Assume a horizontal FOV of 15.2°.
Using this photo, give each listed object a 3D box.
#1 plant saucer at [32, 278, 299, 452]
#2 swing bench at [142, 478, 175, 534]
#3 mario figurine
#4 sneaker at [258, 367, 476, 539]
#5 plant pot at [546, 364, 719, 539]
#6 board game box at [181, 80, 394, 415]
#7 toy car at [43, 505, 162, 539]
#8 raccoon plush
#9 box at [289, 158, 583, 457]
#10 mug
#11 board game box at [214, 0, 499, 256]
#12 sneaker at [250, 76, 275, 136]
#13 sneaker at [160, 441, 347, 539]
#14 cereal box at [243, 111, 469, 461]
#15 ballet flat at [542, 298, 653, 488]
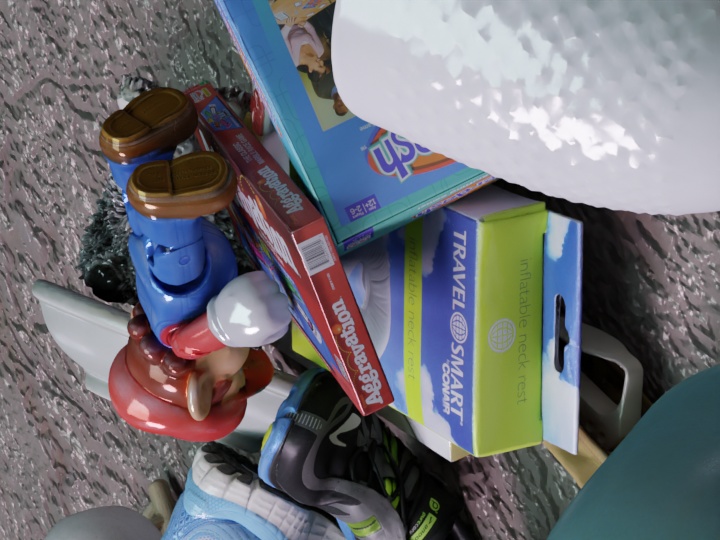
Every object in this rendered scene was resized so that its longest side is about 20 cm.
[{"bbox_3d":[-0.098,0.062,1.527,0.200,0.200,0.050,19,87,52],"label":"plant saucer"},{"bbox_3d":[-0.153,0.285,1.827,0.200,0.129,0.199,54,147,12],"label":"swing bench"},{"bbox_3d":[-0.074,0.002,1.350,0.105,0.124,0.201,7,137,9],"label":"mario figurine"},{"bbox_3d":[0.010,0.114,1.450,0.082,0.071,0.200,20,163,35],"label":"sneaker"},{"bbox_3d":[0.156,0.159,1.144,0.200,0.161,0.202,15,118,31],"label":"plant pot"},{"bbox_3d":[-0.038,-0.015,1.310,0.200,0.019,0.103,-130,18,-62],"label":"board game box"},{"bbox_3d":[-0.111,0.235,1.661,0.150,0.199,0.176,129,131,-65],"label":"toy car"},{"bbox_3d":[-0.118,-0.066,1.510,0.200,0.096,0.135,-132,42,-56],"label":"raccoon plush"},{"bbox_3d":[0.033,0.010,1.330,0.200,0.047,0.123,26,122,54],"label":"box"},{"bbox_3d":[0.108,-0.125,1.123,0.175,0.148,0.201,24,102,23],"label":"mug"},{"bbox_3d":[0.013,-0.129,1.251,0.045,0.152,0.201,93,152,-83],"label":"board game box"},{"bbox_3d":[0.001,-0.109,1.369,0.200,0.115,0.079,-93,-1,-72],"label":"sneaker"},{"bbox_3d":[-0.053,0.169,1.553,0.078,0.090,0.200,36,180,42],"label":"sneaker"},{"bbox_3d":[0.000,0.000,1.469,0.200,0.039,0.145,30,132,48],"label":"cereal box"},{"bbox_3d":[0.128,0.080,1.296,0.200,0.068,0.063,43,129,34],"label":"ballet flat"}]
